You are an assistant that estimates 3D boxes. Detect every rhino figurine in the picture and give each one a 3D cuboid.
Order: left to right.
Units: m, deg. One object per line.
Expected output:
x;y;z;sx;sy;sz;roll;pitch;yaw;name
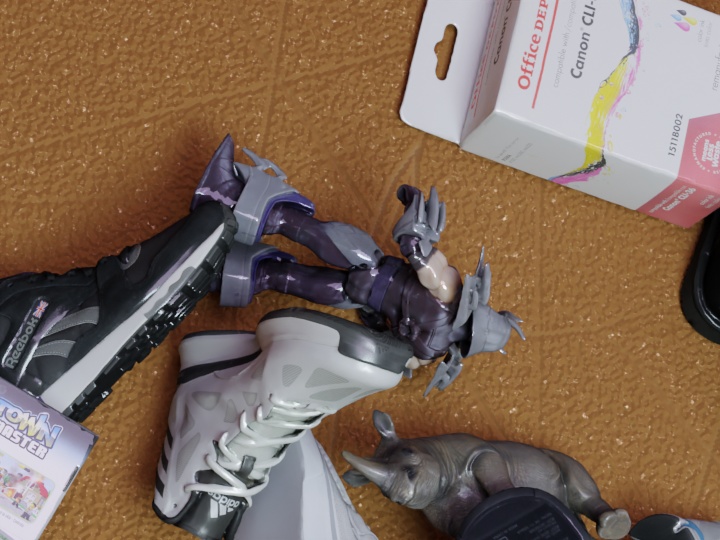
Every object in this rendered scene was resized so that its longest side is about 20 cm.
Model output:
0.064;0.122;1.176;0.199;0.087;0.060;17;108;-38;rhino figurine

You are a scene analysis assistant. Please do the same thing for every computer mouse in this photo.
0.095;0.222;1.114;0.140;0.046;0.200;-36;77;6;computer mouse

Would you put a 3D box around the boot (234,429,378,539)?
-0.006;0.171;1.164;0.095;0.074;0.201;18;45;-36;boot

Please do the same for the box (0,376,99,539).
-0.244;0.080;1.070;0.200;0.035;0.110;32;70;-4;box

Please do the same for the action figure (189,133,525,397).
0.000;0.000;1.195;0.199;0.130;0.069;21;39;4;action figure

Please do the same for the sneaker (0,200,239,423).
-0.156;0.022;1.143;0.088;0.076;0.200;44;85;6;sneaker

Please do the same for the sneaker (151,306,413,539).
-0.044;0.088;1.118;0.075;0.200;0.116;21;72;-27;sneaker

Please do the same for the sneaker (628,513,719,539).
0.208;0.236;1.221;0.086;0.075;0.201;0;83;-45;sneaker

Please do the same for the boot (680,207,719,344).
0.272;-0.059;1.276;0.079;0.158;0.212;20;69;-11;boot

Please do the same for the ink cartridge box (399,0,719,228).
0.134;-0.116;1.299;0.199;0.067;0.117;18;70;-12;ink cartridge box
